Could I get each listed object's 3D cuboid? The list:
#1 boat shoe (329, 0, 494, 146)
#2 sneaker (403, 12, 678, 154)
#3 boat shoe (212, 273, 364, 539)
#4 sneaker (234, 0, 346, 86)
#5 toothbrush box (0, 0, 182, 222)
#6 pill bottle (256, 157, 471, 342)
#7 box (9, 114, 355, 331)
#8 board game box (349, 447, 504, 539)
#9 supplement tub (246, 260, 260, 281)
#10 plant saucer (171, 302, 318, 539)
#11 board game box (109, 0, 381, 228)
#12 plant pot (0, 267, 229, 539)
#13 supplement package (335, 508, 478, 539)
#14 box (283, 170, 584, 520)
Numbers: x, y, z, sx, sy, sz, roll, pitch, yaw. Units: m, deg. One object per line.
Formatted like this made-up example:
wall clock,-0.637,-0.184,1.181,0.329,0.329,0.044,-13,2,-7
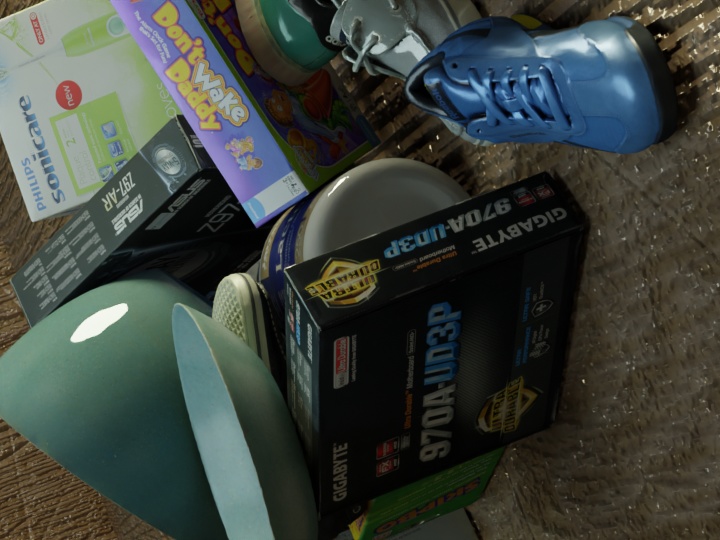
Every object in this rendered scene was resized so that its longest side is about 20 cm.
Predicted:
boat shoe,0.015,-0.141,1.191,0.070,0.071,0.201,94,151,-56
sneaker,0.083,-0.085,1.032,0.200,0.078,0.066,23,130,67
boat shoe,-0.045,0.087,1.343,0.075,0.062,0.201,33,143,60
sneaker,-0.048,-0.219,1.318,0.080,0.071,0.201,-33,70,35
toothbrush box,-0.159,-0.137,1.524,0.086,0.199,0.146,-21,-87,-69
pill bottle,0.000,0.000,1.337,0.116,0.115,0.200,69,164,1
box,-0.122,-0.032,1.469,0.200,0.160,0.044,-40,67,32
board game box,0.046,0.127,1.379,0.200,0.095,0.030,102,145,-62
supplement tub,-0.145,-0.057,1.694,0.200,0.144,0.145,31,139,65
plant saucer,-0.061,0.110,1.243,0.201,0.039,0.202,163,90,-77
board game box,-0.078,-0.137,1.334,0.200,0.045,0.134,57,-154,-4
plant pot,-0.135,0.079,1.424,0.200,0.135,0.200,35,179,1
supplement package,-0.033,0.163,1.593,0.201,0.147,0.191,64,163,15
box,0.038,0.045,1.187,0.200,0.158,0.046,92,153,-53
